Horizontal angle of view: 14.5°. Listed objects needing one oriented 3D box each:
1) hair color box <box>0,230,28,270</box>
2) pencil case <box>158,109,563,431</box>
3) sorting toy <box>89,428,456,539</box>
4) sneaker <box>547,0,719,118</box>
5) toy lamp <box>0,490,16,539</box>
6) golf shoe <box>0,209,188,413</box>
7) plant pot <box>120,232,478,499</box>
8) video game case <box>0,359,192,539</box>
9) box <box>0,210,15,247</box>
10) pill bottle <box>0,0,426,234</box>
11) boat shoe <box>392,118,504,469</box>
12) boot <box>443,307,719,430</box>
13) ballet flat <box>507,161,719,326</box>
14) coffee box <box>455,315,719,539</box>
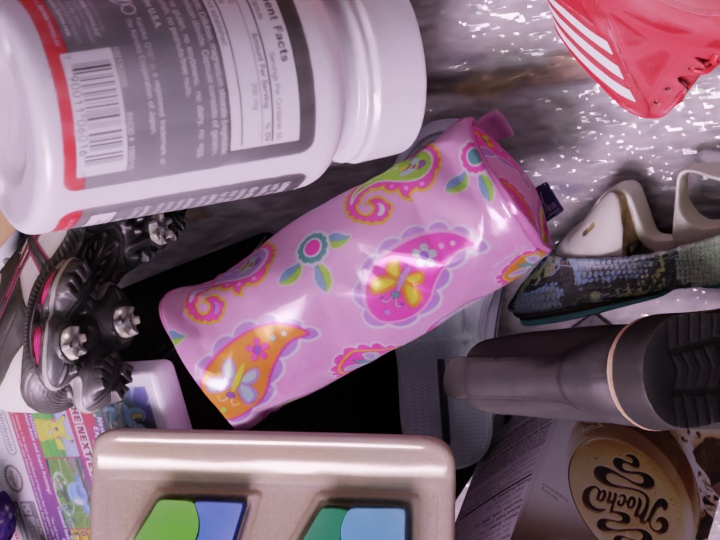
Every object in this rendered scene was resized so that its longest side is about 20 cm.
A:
[{"bbox_3d":[-0.216,-0.099,1.454,0.099,0.061,0.200,7,127,0],"label":"hair color box"},{"bbox_3d":[0.000,0.000,1.418,0.200,0.087,0.087,-31,118,12],"label":"pencil case"},{"bbox_3d":[-0.046,0.180,1.415,0.185,0.036,0.201,1,92,5],"label":"sorting toy"},{"bbox_3d":[0.178,-0.122,1.321,0.200,0.078,0.116,18,147,24],"label":"sneaker"},{"bbox_3d":[-0.137,0.204,1.475,0.200,0.058,0.058,44,137,6],"label":"toy lamp"},{"bbox_3d":[-0.148,-0.015,1.462,0.088,0.200,0.077,-11,136,36],"label":"golf shoe"},{"bbox_3d":[-0.080,0.100,1.564,0.199,0.200,0.178,-21,111,37],"label":"plant pot"},{"bbox_3d":[-0.148,0.146,1.506,0.182,0.023,0.200,-5,108,34],"label":"video game case"},{"bbox_3d":[-0.190,-0.100,1.384,0.163,0.021,0.200,28,109,-42],"label":"box"},{"bbox_3d":[-0.078,-0.088,1.361,0.200,0.114,0.114,-11,143,-23],"label":"pill bottle"},{"bbox_3d":[0.042,0.008,1.499,0.072,0.062,0.200,1,116,0],"label":"boat shoe"},{"bbox_3d":[0.155,0.049,1.452,0.138,0.078,0.200,-4,171,44],"label":"boot"},{"bbox_3d":[0.159,-0.019,1.435,0.200,0.074,0.074,-10,127,29],"label":"ballet flat"},{"bbox_3d":[0.117,0.139,1.499,0.113,0.200,0.080,38,136,-15],"label":"coffee box"}]
